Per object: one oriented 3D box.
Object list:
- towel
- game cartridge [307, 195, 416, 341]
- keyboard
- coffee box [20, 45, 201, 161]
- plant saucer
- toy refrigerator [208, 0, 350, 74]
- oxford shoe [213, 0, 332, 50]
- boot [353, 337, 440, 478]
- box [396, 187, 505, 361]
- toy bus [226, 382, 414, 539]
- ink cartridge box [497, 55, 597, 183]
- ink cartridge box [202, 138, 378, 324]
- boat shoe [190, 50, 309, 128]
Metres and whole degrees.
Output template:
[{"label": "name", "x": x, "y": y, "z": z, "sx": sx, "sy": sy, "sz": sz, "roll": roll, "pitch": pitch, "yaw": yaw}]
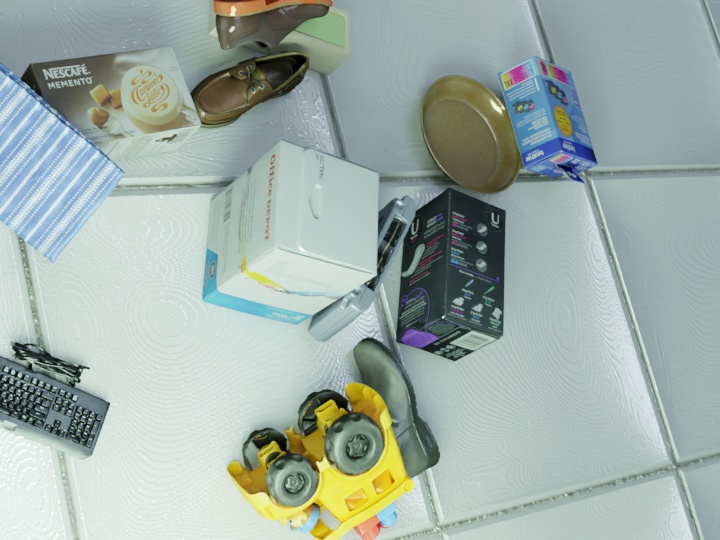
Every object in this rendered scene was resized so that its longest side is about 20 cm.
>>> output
[{"label": "towel", "x": -0.390, "y": -0.124, "z": 1.334, "sx": 0.200, "sy": 0.145, "sz": 0.024, "roll": 41, "pitch": 8, "yaw": -12}, {"label": "game cartridge", "x": 0.000, "y": 0.000, "z": 1.540, "sx": 0.041, "sy": 0.133, "sz": 0.201, "roll": 38, "pitch": 54, "yaw": -15}, {"label": "keyboard", "x": -0.372, "y": 0.128, "z": 1.289, "sx": 0.199, "sy": 0.040, "sz": 0.105, "roll": 27, "pitch": 58, "yaw": -24}, {"label": "coffee box", "x": -0.314, "y": -0.202, "z": 1.441, "sx": 0.199, "sy": 0.080, "sz": 0.115, "roll": -15, "pitch": 80, "yaw": -38}, {"label": "plant saucer", "x": 0.165, "y": -0.206, "z": 1.805, "sx": 0.198, "sy": 0.035, "sz": 0.203, "roll": 14, "pitch": 64, "yaw": -30}, {"label": "toy refrigerator", "x": -0.112, "y": -0.354, "z": 1.654, "sx": 0.198, "sy": 0.070, "sz": 0.077, "roll": 14, "pitch": 64, "yaw": -29}, {"label": "oxford shoe", "x": -0.120, "y": -0.342, "z": 1.579, "sx": 0.199, "sy": 0.071, "sz": 0.073, "roll": -17, "pitch": 119, "yaw": -40}, {"label": "boot", "x": 0.013, "y": 0.197, "z": 1.515, "sx": 0.130, "sy": 0.068, "sz": 0.202, "roll": -23, "pitch": 84, "yaw": -33}, {"label": "box", "x": 0.129, "y": 0.007, "z": 1.635, "sx": 0.105, "sy": 0.122, "sz": 0.202, "roll": 19, "pitch": 61, "yaw": -27}, {"label": "toy bus", "x": -0.036, "y": 0.264, "z": 1.407, "sx": 0.199, "sy": 0.136, "sz": 0.194, "roll": -30, "pitch": 111, "yaw": -15}, {"label": "ink cartridge box", "x": 0.307, "y": -0.229, "z": 1.868, "sx": 0.136, "sy": 0.076, "sz": 0.202, "roll": 6, "pitch": 68, "yaw": -53}, {"label": "ink cartridge box", "x": -0.088, "y": -0.043, "z": 1.454, "sx": 0.145, "sy": 0.200, "sz": 0.148, "roll": 16, "pitch": 63, "yaw": -29}, {"label": "boat shoe", "x": -0.153, "y": -0.259, "z": 1.585, "sx": 0.199, "sy": 0.068, "sz": 0.072, "roll": -35, "pitch": 94, "yaw": -38}]
